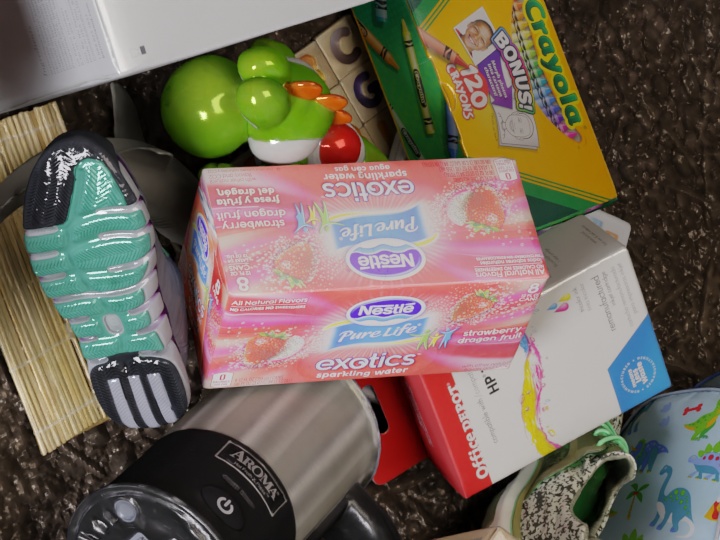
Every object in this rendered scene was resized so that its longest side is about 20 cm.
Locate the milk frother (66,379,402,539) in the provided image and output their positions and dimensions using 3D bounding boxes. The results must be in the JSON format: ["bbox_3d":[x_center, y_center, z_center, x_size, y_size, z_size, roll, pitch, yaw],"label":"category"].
[{"bbox_3d":[-0.095,0.175,1.536,0.181,0.200,0.188,60,37,-10],"label":"milk frother"}]

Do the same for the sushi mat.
[{"bbox_3d":[-0.192,0.003,1.544,0.095,0.012,0.201,-25,101,-30],"label":"sushi mat"}]

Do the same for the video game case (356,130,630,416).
[{"bbox_3d":[0.084,0.021,1.698,0.200,0.023,0.183,22,78,-30],"label":"video game case"}]

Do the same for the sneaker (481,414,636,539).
[{"bbox_3d":[0.154,0.130,1.661,0.077,0.088,0.200,49,44,-26],"label":"sneaker"}]

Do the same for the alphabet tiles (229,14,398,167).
[{"bbox_3d":[0.006,-0.060,1.670,0.166,0.006,0.200,-38,107,-26],"label":"alphabet tiles"}]

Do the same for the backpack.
[{"bbox_3d":[0.255,0.157,1.706,0.147,0.183,0.200,40,64,-27],"label":"backpack"}]

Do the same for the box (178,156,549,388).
[{"bbox_3d":[0.000,0.000,1.509,0.199,0.103,0.095,-3,54,-17],"label":"box"}]

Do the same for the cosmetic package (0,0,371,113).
[{"bbox_3d":[-0.118,-0.184,1.489,0.199,0.200,0.123,-20,95,-30],"label":"cosmetic package"}]

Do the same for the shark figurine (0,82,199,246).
[{"bbox_3d":[-0.158,-0.050,1.509,0.214,0.089,0.129,-13,91,-42],"label":"shark figurine"}]

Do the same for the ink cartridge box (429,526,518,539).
[{"bbox_3d":[0.032,0.250,1.554,0.075,0.200,0.165,37,70,-11],"label":"ink cartridge box"}]

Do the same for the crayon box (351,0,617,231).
[{"bbox_3d":[0.080,-0.118,1.660,0.119,0.058,0.201,-20,88,-40],"label":"crayon box"}]

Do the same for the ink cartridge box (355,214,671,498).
[{"bbox_3d":[0.089,0.064,1.627,0.200,0.067,0.116,-28,120,-10],"label":"ink cartridge box"}]

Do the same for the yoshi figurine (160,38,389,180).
[{"bbox_3d":[-0.062,-0.084,1.539,0.112,0.200,0.113,-35,67,-1],"label":"yoshi figurine"}]

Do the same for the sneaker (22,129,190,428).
[{"bbox_3d":[-0.144,-0.007,1.460,0.088,0.074,0.201,-81,163,-55],"label":"sneaker"}]
